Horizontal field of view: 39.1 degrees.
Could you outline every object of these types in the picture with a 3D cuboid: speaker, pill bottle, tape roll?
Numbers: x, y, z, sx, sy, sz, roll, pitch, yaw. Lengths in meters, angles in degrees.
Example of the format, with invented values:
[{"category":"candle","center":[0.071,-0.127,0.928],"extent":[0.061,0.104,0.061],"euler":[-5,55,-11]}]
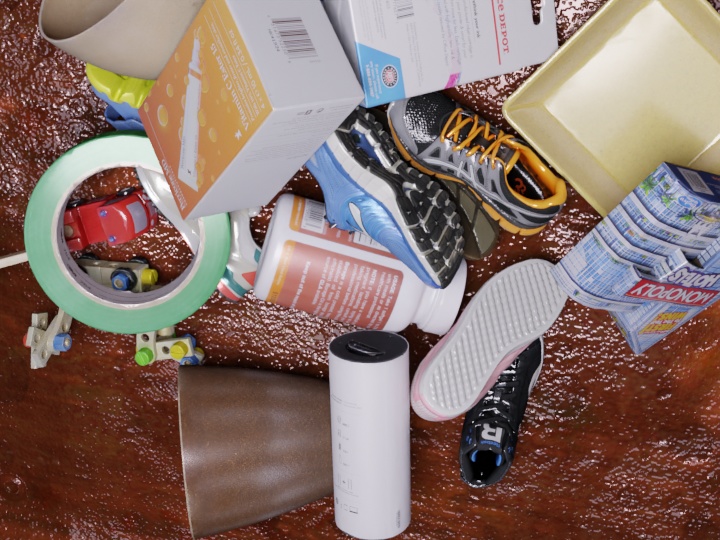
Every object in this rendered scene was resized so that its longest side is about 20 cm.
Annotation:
[{"category":"speaker","center":[0.010,0.163,1.012],"extent":[0.081,0.081,0.200],"euler":[2,110,12]},{"category":"pill bottle","center":[0.000,0.000,1.030],"extent":[0.200,0.112,0.112],"euler":[16,114,-9]},{"category":"tape roll","center":[-0.230,-0.038,1.017],"extent":[0.200,0.048,0.201],"euler":[-2,105,-7]}]

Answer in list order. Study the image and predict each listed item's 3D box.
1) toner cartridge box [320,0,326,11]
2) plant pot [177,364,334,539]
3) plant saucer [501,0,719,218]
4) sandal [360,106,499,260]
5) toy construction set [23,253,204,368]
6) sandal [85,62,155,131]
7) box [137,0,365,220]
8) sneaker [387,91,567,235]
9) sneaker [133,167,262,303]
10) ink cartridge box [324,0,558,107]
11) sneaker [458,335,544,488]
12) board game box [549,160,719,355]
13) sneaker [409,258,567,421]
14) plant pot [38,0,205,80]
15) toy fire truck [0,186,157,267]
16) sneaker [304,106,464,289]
[{"category":"toner cartridge box","center":[-0.001,-0.273,0.972],"extent":[0.095,0.043,0.200],"euler":[-3,110,11]},{"category":"plant pot","center":[-0.089,0.185,1.106],"extent":[0.200,0.187,0.187],"euler":[-5,111,-6]},{"category":"plant saucer","center":[0.271,-0.154,0.953],"extent":[0.200,0.048,0.200],"euler":[44,113,-5]},{"category":"sandal","center":[0.055,-0.086,1.019],"extent":[0.200,0.055,0.082],"euler":[34,73,-3]},{"category":"toy construction set","center":[-0.278,0.053,1.141],"extent":[0.200,0.092,0.131],"euler":[-1,111,2]},{"category":"sandal","center":[-0.188,-0.160,1.051],"extent":[0.200,0.080,0.087],"euler":[28,149,-6]},{"category":"box","center":[-0.104,-0.149,0.908],"extent":[0.200,0.097,0.124],"euler":[-40,70,50]},{"category":"sneaker","center":[0.116,-0.113,0.972],"extent":[0.200,0.077,0.078],"euler":[33,73,-10]},{"category":"sneaker","center":[-0.157,-0.067,1.083],"extent":[0.093,0.070,0.200],"euler":[-34,99,4]},{"category":"ink cartridge box","center":[0.075,-0.230,0.930],"extent":[0.200,0.068,0.115],"euler":[-16,111,-17]},{"category":"sneaker","center":[0.147,0.137,1.058],"extent":[0.073,0.112,0.200],"euler":[10,113,8]},{"category":"board game box","center":[0.284,-0.001,0.955],"extent":[0.200,0.200,0.062],"euler":[-50,51,34]},{"category":"sneaker","center":[0.120,0.073,1.011],"extent":[0.075,0.105,0.200],"euler":[42,70,6]},{"category":"plant pot","center":[-0.183,-0.258,0.958],"extent":[0.200,0.200,0.134],"euler":[-33,135,22]},{"category":"toy fire truck","center":[-0.331,-0.033,1.085],"extent":[0.200,0.141,0.049],"euler":[-10,108,17]},{"category":"sneaker","center":[0.019,-0.062,0.962],"extent":[0.200,0.079,0.089],"euler":[51,138,-9]}]
